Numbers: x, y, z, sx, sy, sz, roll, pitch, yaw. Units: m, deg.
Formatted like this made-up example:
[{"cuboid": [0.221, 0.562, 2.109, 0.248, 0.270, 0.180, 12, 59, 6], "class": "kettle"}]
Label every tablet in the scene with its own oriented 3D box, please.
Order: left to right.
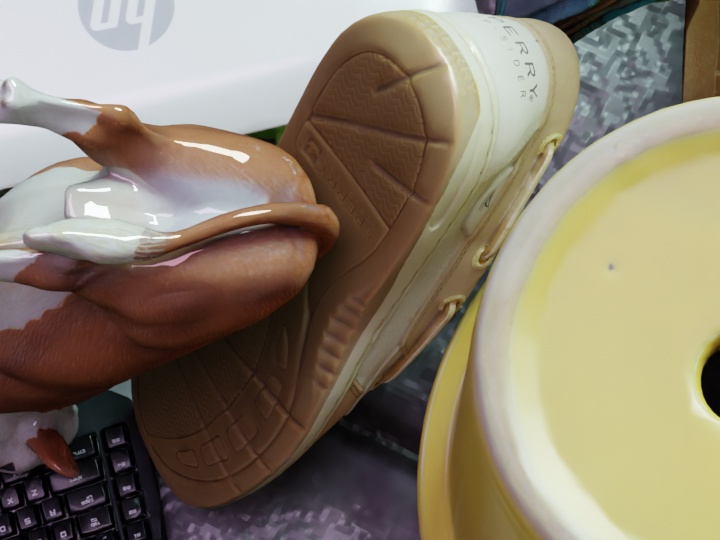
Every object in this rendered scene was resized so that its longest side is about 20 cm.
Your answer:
[{"cuboid": [-0.073, -0.095, 0.838, 0.200, 0.014, 0.130, -13, 78, -6], "class": "tablet"}]

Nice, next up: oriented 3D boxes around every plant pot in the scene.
[{"cuboid": [0.106, 0.047, 0.746, 0.200, 0.189, 0.201, -3, 74, 11], "class": "plant pot"}]

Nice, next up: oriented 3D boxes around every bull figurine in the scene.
[{"cuboid": [-0.094, 0.006, 0.790, 0.200, 0.121, 0.065, -30, 56, 46], "class": "bull figurine"}]

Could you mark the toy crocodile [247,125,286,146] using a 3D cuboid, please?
[{"cuboid": [0.001, -0.098, 0.879, 0.067, 0.062, 0.200, 5, 75, 13], "class": "toy crocodile"}]

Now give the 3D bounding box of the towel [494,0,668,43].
[{"cuboid": [0.061, -0.168, 0.825, 0.022, 0.147, 0.200, -1, 86, -12], "class": "towel"}]

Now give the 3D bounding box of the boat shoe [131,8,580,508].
[{"cuboid": [0.000, 0.000, 0.809, 0.069, 0.200, 0.074, -14, 65, -38], "class": "boat shoe"}]

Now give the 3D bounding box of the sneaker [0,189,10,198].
[{"cuboid": [-0.130, -0.058, 0.882, 0.200, 0.085, 0.077, -35, 69, 0], "class": "sneaker"}]

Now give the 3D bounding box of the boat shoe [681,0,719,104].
[{"cuboid": [0.122, -0.103, 0.767, 0.070, 0.200, 0.070, 6, 62, 9], "class": "boat shoe"}]

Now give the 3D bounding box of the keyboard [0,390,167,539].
[{"cuboid": [-0.153, 0.107, 0.861, 0.200, 0.040, 0.104, -20, 70, 6], "class": "keyboard"}]
